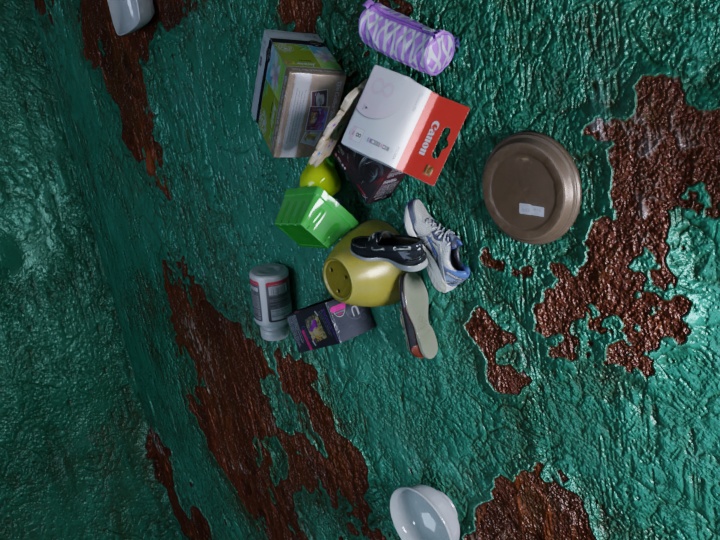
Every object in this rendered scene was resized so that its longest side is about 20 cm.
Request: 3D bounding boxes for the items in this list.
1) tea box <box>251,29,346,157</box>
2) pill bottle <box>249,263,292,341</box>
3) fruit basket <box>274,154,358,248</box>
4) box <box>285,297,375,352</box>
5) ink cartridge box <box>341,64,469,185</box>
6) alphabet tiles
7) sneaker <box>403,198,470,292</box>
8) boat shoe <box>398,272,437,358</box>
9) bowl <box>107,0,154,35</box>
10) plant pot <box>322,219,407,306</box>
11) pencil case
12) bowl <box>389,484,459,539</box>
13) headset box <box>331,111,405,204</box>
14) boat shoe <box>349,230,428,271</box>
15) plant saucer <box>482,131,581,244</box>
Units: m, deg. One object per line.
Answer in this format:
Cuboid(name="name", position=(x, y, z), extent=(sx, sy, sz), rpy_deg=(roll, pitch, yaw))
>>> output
Cuboid(name="tea box", position=(-0.141, -0.384, 1.392), extent=(0.198, 0.132, 0.201), rpy_deg=(60, 145, 40))
Cuboid(name="pill bottle", position=(-0.248, 0.091, 1.788), extent=(0.110, 0.110, 0.203), rpy_deg=(20, 120, 43))
Cuboid(name="fruit basket", position=(-0.094, -0.166, 1.491), extent=(0.155, 0.217, 0.214), rpy_deg=(41, 150, -26))
Cuboid(name="box", position=(-0.078, 0.127, 1.594), extent=(0.199, 0.121, 0.107), rpy_deg=(-20, 91, 51))
Cuboid(name="ink cartridge box", position=(0.080, -0.274, 1.198), extent=(0.199, 0.057, 0.164), rpy_deg=(29, 97, 27))
Cuboid(name="alphabet tiles", position=(-0.041, -0.300, 1.308), extent=(0.015, 0.196, 0.200), rpy_deg=(37, 137, 2))
Cuboid(name="sneaker", position=(0.161, -0.061, 1.281), extent=(0.085, 0.077, 0.202), rpy_deg=(-26, 94, 41))
Cuboid(name="boat shoe", position=(0.116, 0.099, 1.400), extent=(0.062, 0.071, 0.202), rpy_deg=(1, 111, 52))
Cuboid(name="bowl", position=(-0.697, -0.832, 1.934), extent=(0.199, 0.074, 0.202), rpy_deg=(4, 109, 50))
Cuboid(name="plant pot", position=(0.000, 0.000, 1.430), extent=(0.199, 0.141, 0.202), rpy_deg=(23, 123, 41))
Cuboid(name="pencil case", position=(0.083, -0.432, 1.182), extent=(0.199, 0.084, 0.086), rpy_deg=(35, 165, 34))
Cuboid(name="bowl", position=(0.170, 0.597, 1.537), extent=(0.200, 0.090, 0.204), rpy_deg=(23, 122, 41))
Cuboid(name="headset box", position=(0.040, -0.262, 1.318), extent=(0.150, 0.077, 0.200), rpy_deg=(56, 141, 16))
Cuboid(name="boat shoe", position=(0.053, -0.052, 1.292), extent=(0.198, 0.075, 0.061), rpy_deg=(12, 127, 39))
Cuboid(name="plant saucer", position=(0.290, -0.140, 1.116), extent=(0.199, 0.029, 0.203), rpy_deg=(23, 123, 41))
